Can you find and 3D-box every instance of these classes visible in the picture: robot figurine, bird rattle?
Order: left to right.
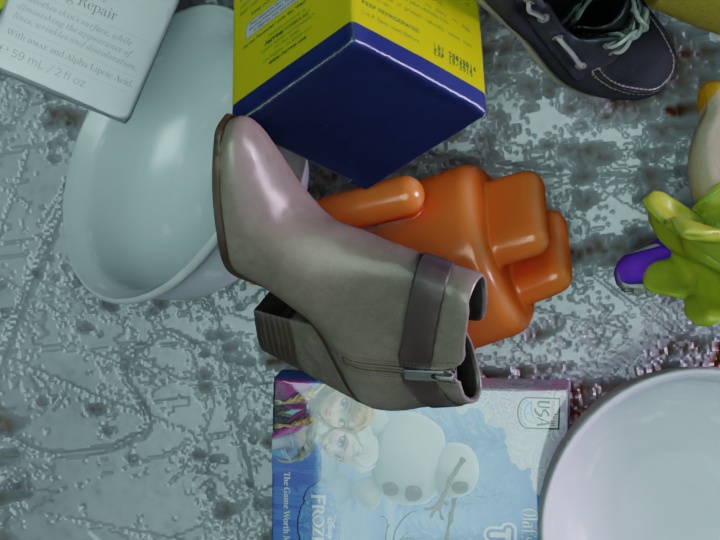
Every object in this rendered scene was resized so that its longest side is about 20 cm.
[{"bbox_3d":[0.034,0.005,1.164,0.200,0.144,0.117,-18,82,18],"label":"robot figurine"},{"bbox_3d":[0.266,-0.043,1.074,0.200,0.113,0.163,1,71,5],"label":"bird rattle"}]

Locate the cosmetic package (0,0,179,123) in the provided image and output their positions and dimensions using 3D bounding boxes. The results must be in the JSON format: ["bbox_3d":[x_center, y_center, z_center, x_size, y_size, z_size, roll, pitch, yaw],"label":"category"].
[{"bbox_3d":[-0.153,-0.202,1.139,0.102,0.074,0.200,22,91,-9],"label":"cosmetic package"}]

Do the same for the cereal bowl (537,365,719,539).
[{"bbox_3d":[0.209,0.158,1.166,0.200,0.083,0.200,0,92,-3],"label":"cereal bowl"}]

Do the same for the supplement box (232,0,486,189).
[{"bbox_3d":[-0.003,-0.171,1.092,0.109,0.109,0.200,-30,49,39],"label":"supplement box"}]

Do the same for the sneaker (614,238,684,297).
[{"bbox_3d":[0.251,-0.048,1.157,0.200,0.070,0.100,-19,87,6],"label":"sneaker"}]

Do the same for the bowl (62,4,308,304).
[{"bbox_3d":[-0.097,-0.063,1.172,0.090,0.201,0.201,23,103,-40],"label":"bowl"}]

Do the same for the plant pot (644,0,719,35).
[{"bbox_3d":[0.232,-0.213,1.054,0.142,0.200,0.200,-9,95,-4],"label":"plant pot"}]

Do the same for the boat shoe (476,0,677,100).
[{"bbox_3d":[0.141,-0.148,1.101,0.063,0.200,0.073,31,93,45],"label":"boat shoe"}]

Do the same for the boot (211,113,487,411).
[{"bbox_3d":[0.000,0.000,1.052,0.146,0.070,0.200,10,137,23],"label":"boot"}]

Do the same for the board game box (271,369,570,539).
[{"bbox_3d":[0.040,0.171,1.222,0.199,0.043,0.200,1,97,7],"label":"board game box"}]

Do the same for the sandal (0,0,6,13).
[{"bbox_3d":[-0.205,-0.237,1.200,0.087,0.079,0.200,10,106,4],"label":"sandal"}]
